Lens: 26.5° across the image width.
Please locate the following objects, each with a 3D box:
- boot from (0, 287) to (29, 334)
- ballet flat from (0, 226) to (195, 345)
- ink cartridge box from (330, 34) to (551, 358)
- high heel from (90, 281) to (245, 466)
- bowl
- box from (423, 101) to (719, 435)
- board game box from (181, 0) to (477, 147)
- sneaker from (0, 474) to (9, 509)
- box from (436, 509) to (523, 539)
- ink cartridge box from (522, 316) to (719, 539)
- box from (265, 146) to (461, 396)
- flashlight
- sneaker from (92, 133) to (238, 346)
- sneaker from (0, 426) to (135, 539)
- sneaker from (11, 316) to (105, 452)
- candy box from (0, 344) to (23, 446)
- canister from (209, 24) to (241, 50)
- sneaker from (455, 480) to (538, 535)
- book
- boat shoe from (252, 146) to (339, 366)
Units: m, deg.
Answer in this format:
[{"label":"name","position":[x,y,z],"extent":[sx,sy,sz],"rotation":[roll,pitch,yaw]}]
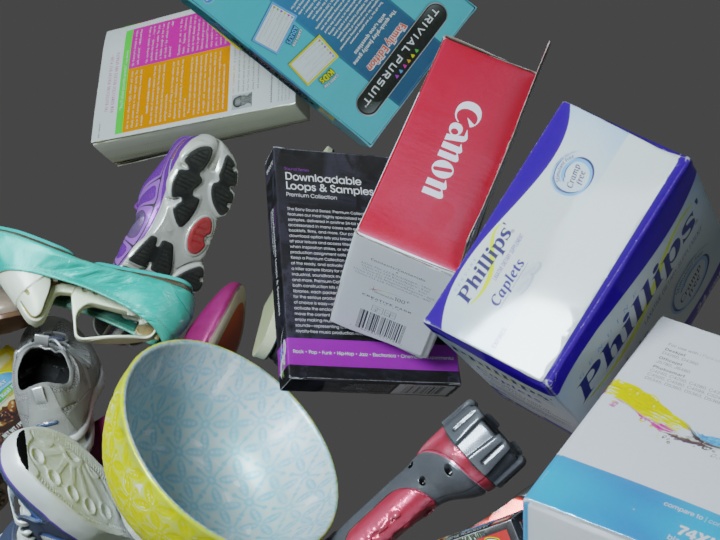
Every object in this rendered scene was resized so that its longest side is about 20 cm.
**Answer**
[{"label":"boot","position":[-0.347,-0.010,1.358],"extent":[0.200,0.070,0.147],"rotation":[-22,76,59]},{"label":"ballet flat","position":[-0.237,0.019,1.255],"extent":[0.200,0.067,0.071],"rotation":[16,62,-1]},{"label":"ink cartridge box","position":[0.060,-0.067,1.144],"extent":[0.084,0.176,0.200],"rotation":[22,58,3]},{"label":"high heel","position":[-0.172,0.087,1.286],"extent":[0.096,0.067,0.200],"rotation":[26,86,19]},{"label":"bowl","position":[-0.126,0.164,1.187],"extent":[0.108,0.200,0.200],"rotation":[-48,56,30]},{"label":"box","position":[0.162,0.012,1.090],"extent":[0.105,0.200,0.184],"rotation":[30,84,29]},{"label":"board game box","position":[-0.027,-0.224,1.286],"extent":[0.151,0.200,0.047],"rotation":[-52,14,-2]},{"label":"sneaker","position":[-0.396,0.209,1.355],"extent":[0.200,0.070,0.076],"rotation":[-25,45,8]},{"label":"box","position":[0.086,0.284,1.064],"extent":[0.136,0.038,0.200],"rotation":[-24,85,21]},{"label":"ink cartridge box","position":[0.215,0.159,0.992],"extent":[0.146,0.147,0.200],"rotation":[19,44,28]},{"label":"box","position":[0.000,0.000,1.218],"extent":[0.143,0.036,0.200],"rotation":[4,66,-19]},{"label":"flashlight","position":[0.033,0.188,1.159],"extent":[0.200,0.068,0.068],"rotation":[-44,73,3]},{"label":"sneaker","position":[-0.173,-0.027,1.345],"extent":[0.200,0.081,0.083],"rotation":[-62,31,-3]},{"label":"sneaker","position":[-0.258,0.208,1.205],"extent":[0.146,0.200,0.081],"rotation":[-28,50,15]},{"label":"sneaker","position":[-0.256,0.081,1.285],"extent":[0.075,0.082,0.200],"rotation":[-13,28,-10]},{"label":"candy box","position":[-0.347,0.147,1.313],"extent":[0.102,0.026,0.200],"rotation":[27,50,32]},{"label":"canister","position":[-0.072,-0.303,1.362],"extent":[0.200,0.087,0.149],"rotation":[-41,53,-7]},{"label":"sneaker","position":[0.101,0.242,1.106],"extent":[0.201,0.067,0.108],"rotation":[-36,58,5]},{"label":"book","position":[-0.144,-0.182,1.396],"extent":[0.200,0.048,0.134],"rotation":[-10,63,20]},{"label":"boat shoe","position":[-0.036,-0.009,1.273],"extent":[0.063,0.074,0.202],"rotation":[18,62,-11]}]
